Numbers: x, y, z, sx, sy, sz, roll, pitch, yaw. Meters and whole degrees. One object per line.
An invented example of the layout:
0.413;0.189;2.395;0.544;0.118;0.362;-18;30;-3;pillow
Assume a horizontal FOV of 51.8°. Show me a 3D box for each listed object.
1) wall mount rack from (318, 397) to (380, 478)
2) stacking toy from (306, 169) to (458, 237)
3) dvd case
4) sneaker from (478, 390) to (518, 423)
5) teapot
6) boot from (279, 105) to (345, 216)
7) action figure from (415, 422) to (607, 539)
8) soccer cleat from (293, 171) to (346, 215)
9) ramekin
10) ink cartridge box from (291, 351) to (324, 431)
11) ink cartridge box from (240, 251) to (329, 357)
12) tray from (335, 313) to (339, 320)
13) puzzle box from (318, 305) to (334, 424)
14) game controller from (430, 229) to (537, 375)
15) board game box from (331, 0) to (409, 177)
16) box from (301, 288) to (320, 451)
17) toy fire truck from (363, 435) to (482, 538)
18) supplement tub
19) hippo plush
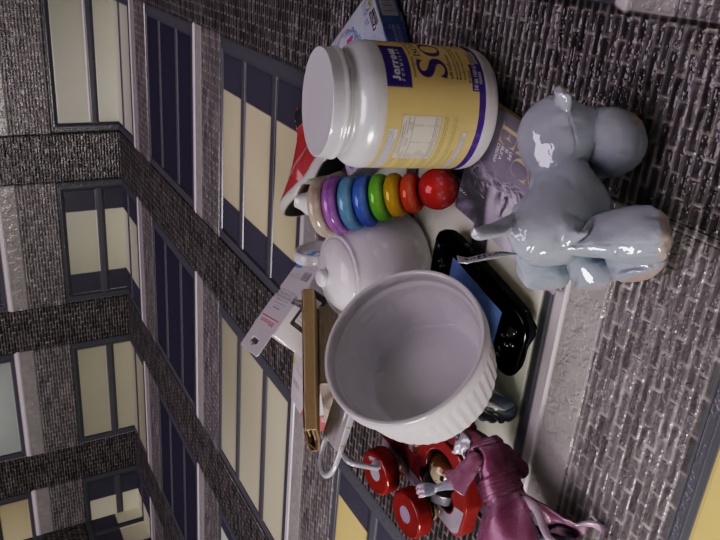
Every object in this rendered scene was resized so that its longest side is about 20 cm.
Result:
-0.006;0.188;1.045;0.174;0.074;0.201;30;103;67;wall mount rack
0.033;-0.095;0.985;0.199;0.085;0.086;-6;93;24;stacking toy
0.184;-0.090;0.851;0.200;0.016;0.149;50;138;44;dvd case
0.123;0.122;0.960;0.200;0.086;0.078;28;165;34;sneaker
0.000;0.000;1.079;0.200;0.145;0.198;-51;53;55;teapot
-0.097;-0.196;1.287;0.200;0.072;0.145;-48;55;46;boot
0.162;0.259;0.866;0.201;0.133;0.149;66;147;21;action figure
-0.058;-0.121;1.155;0.200;0.077;0.070;-83;6;-76;soccer cleat
0.068;0.110;0.882;0.200;0.200;0.105;52;180;43;ramekin
-0.073;0.174;1.335;0.117;0.067;0.201;-132;41;-53;ink cartridge box
-0.106;0.068;1.239;0.200;0.068;0.116;-55;22;-9;ink cartridge box
-0.030;0.095;1.225;0.200;0.022;0.108;-120;29;-66;tray
-0.047;0.164;1.149;0.200;0.025;0.134;89;179;-54;puzzle box
0.147;0.037;0.928;0.200;0.042;0.105;54;142;41;game controller
0.015;-0.266;1.084;0.199;0.043;0.201;-32;70;59;board game box
-0.070;0.149;1.076;0.164;0.021;0.201;91;177;-67;box
0.092;0.251;1.011;0.200;0.112;0.169;44;135;47;toy fire truck
0.043;-0.193;0.869;0.145;0.199;0.146;178;90;-69;supplement tub
0.191;-0.075;0.704;0.159;0.199;0.162;98;175;-73;hippo plush
